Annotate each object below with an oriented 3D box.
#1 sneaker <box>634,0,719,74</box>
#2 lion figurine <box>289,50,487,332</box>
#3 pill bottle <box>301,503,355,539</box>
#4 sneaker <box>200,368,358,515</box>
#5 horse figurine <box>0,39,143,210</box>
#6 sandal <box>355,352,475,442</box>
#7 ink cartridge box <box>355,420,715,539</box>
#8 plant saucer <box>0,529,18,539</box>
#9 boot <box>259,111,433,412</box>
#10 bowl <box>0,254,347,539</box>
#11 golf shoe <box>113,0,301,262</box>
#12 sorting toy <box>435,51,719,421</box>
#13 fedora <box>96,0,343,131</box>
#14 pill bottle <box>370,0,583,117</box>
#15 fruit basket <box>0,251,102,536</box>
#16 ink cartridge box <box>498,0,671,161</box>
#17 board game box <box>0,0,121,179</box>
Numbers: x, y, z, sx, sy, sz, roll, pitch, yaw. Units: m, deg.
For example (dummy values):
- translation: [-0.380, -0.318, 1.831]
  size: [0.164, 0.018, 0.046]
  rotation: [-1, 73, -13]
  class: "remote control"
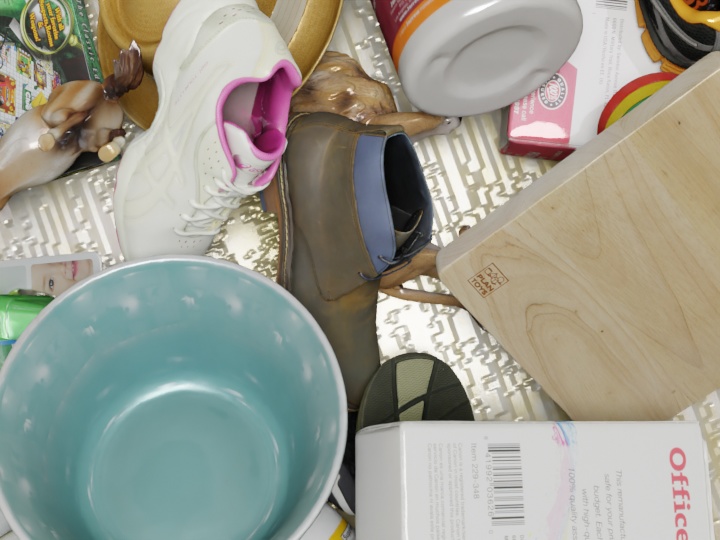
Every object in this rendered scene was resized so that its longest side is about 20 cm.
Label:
- translation: [0.182, -0.216, 0.678]
  size: [0.077, 0.077, 0.203]
  rotation: [-23, 88, 1]
  class: "sneaker"
- translation: [0.014, -0.050, 0.762]
  size: [0.120, 0.072, 0.204]
  rotation: [-10, 95, 21]
  class: "lion figurine"
- translation: [-0.023, 0.223, 0.739]
  size: [0.104, 0.104, 0.200]
  rotation: [-45, 88, 0]
  class: "pill bottle"
- translation: [-0.067, 0.088, 0.774]
  size: [0.083, 0.072, 0.201]
  rotation: [-40, 87, 23]
  class: "sneaker"
- translation: [-0.204, -0.075, 0.717]
  size: [0.198, 0.133, 0.050]
  rotation: [-33, 114, 9]
  class: "horse figurine"
- translation: [0.034, 0.153, 0.720]
  size: [0.078, 0.057, 0.205]
  rotation: [-1, 77, -19]
  class: "sandal"
- translation: [0.100, 0.163, 0.663]
  size: [0.196, 0.085, 0.151]
  rotation: [4, 78, -21]
  class: "ink cartridge box"
- translation: [-0.167, 0.245, 0.751]
  size: [0.196, 0.050, 0.204]
  rotation: [4, 108, 13]
  class: "plant saucer"
- translation: [0.000, 0.000, 0.712]
  size: [0.096, 0.074, 0.203]
  rotation: [2, 114, 41]
  class: "boot"
- translation: [-0.106, 0.105, 0.668]
  size: [0.197, 0.106, 0.204]
  rotation: [1, 59, -2]
  class: "bowl"
- translation: [-0.092, -0.063, 0.683]
  size: [0.091, 0.075, 0.203]
  rotation: [42, 126, 35]
  class: "golf shoe"
- translation: [0.174, -0.013, 0.702]
  size: [0.198, 0.070, 0.200]
  rotation: [-36, 122, 17]
  class: "sorting toy"
- translation: [-0.105, -0.185, 0.735]
  size: [0.197, 0.082, 0.205]
  rotation: [-3, 82, 22]
  class: "fedora"
- translation: [0.049, -0.206, 0.696]
  size: [0.112, 0.114, 0.203]
  rotation: [-18, 67, 1]
  class: "pill bottle"
- translation: [-0.258, 0.087, 0.754]
  size: [0.196, 0.094, 0.189]
  rotation: [-3, 89, 4]
  class: "fruit basket"
- translation: [0.197, -0.141, 0.755]
  size: [0.196, 0.085, 0.149]
  rotation: [7, 89, 3]
  class: "ink cartridge box"
- translation: [-0.234, -0.160, 0.783]
  size: [0.103, 0.023, 0.204]
  rotation: [-13, 89, 15]
  class: "board game box"
